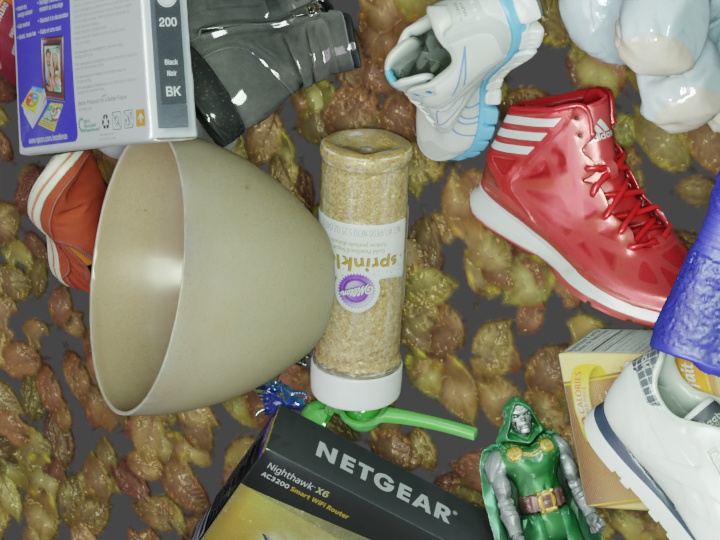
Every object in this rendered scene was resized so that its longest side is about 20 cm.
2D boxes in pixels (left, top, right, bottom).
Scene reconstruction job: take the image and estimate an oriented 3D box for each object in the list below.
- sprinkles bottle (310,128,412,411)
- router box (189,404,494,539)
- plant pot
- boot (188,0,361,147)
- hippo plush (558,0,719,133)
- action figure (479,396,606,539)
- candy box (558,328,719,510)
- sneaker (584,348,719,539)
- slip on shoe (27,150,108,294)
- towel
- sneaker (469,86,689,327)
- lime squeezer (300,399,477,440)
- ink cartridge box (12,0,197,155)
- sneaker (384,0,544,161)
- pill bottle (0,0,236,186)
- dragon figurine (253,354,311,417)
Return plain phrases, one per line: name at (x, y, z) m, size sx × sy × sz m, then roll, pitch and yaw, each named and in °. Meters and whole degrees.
sprinkles bottle at (0.000, 0.000, 1.644) m, size 0.068 × 0.068 × 0.200 m, roll 17°, pitch 118°, yaw 31°
router box at (-0.013, 0.208, 1.695) m, size 0.200 × 0.052 × 0.157 m, roll 28°, pitch 128°, yaw -8°
plant pot at (-0.096, 0.006, 1.592) m, size 0.200 × 0.134 × 0.201 m, roll -174°, pitch 90°, yaw -65°
boot at (-0.094, -0.195, 1.611) m, size 0.200 × 0.132 × 0.070 m, roll 56°, pitch 174°, yaw 11°
hippo plush at (0.168, -0.177, 1.383) m, size 0.161 × 0.159 × 0.200 m, roll 13°, pitch 136°, yaw 45°
action figure at (0.135, 0.187, 1.608) m, size 0.055 × 0.118 × 0.200 m, roll 148°, pitch 105°, yaw -72°
candy box at (0.238, 0.101, 1.513) m, size 0.200 × 0.055 × 0.116 m, roll -1°, pitch 107°, yaw 36°
sneaker at (0.234, 0.138, 1.451) m, size 0.200 × 0.076 × 0.081 m, roll 45°, pitch 119°, yaw 10°
slip on shoe at (-0.211, -0.038, 1.749) m, size 0.061 × 0.074 × 0.200 m, roll 29°, pitch 156°, yaw 15°
towel at (0.276, -0.018, 1.363) m, size 0.147 × 0.050 × 0.200 m, roll 15°, pitch 105°, yaw -18°
sneaker at (0.164, -0.048, 1.495) m, size 0.200 × 0.078 × 0.116 m, roll 29°, pitch 125°, yaw 24°
lime squeezer at (-0.004, 0.124, 1.719) m, size 0.200 × 0.038 × 0.071 m, roll -22°, pitch 94°, yaw 40°
ink cartridge box at (-0.182, -0.183, 1.557) m, size 0.198 × 0.043 × 0.201 m, roll 0°, pitch 95°, yaw 56°
sneaker at (0.051, -0.131, 1.504) m, size 0.200 × 0.086 × 0.075 m, roll 111°, pitch 138°, yaw -60°
pill bottle at (-0.187, -0.152, 1.695) m, size 0.200 × 0.109 × 0.110 m, roll 37°, pitch 126°, yaw 20°
dragon figurine at (-0.107, 0.063, 1.728) m, size 0.200 × 0.099 × 0.059 m, roll 9°, pitch 113°, yaw 37°
